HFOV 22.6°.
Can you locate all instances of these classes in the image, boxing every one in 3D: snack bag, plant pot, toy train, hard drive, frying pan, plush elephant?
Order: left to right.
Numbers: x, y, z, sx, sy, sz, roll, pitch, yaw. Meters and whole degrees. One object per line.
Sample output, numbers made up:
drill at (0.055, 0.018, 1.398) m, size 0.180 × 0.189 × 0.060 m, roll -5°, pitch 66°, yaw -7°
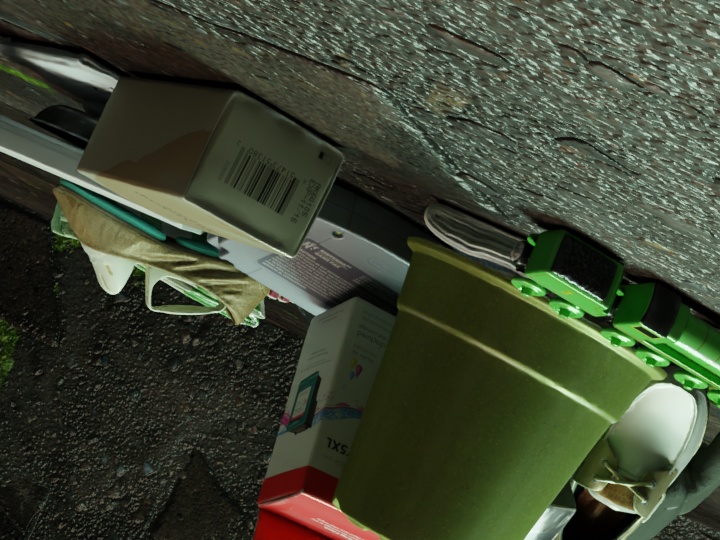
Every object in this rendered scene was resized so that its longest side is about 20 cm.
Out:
hard drive at (-0.218, -0.081, 1.409) m, size 0.200 × 0.027 × 0.132 m, roll 23°, pitch 180°, yaw 3°
frying pan at (-0.206, -0.104, 1.384) m, size 0.115 × 0.031 × 0.190 m, roll 24°, pitch 176°, yaw 3°
snack bag at (-0.175, -0.121, 1.381) m, size 0.200 × 0.021 × 0.189 m, roll 30°, pitch 174°, yaw -34°
plant pot at (0.076, 0.106, 1.229) m, size 0.200 × 0.190 × 0.200 m, roll 29°, pitch 178°, yaw 1°
plush elephant at (0.198, 0.142, 1.467) m, size 0.165 × 0.200 × 0.155 m, roll 2°, pitch -137°, yaw -47°
toy train at (0.177, 0.031, 1.085) m, size 0.200 × 0.042 × 0.056 m, roll 29°, pitch 163°, yaw -23°

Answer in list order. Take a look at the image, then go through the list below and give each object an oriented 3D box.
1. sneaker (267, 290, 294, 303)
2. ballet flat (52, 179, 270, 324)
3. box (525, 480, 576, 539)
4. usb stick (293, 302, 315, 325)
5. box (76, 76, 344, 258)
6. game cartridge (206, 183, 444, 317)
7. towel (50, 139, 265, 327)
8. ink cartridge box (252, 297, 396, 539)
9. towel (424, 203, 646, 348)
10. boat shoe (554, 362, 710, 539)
sneaker at (-0.051, -0.005, 1.590) m, size 0.200 × 0.081 × 0.075 m, roll 30°, pitch 175°, yaw -40°
ballet flat at (-0.168, -0.006, 1.469) m, size 0.200 × 0.072 × 0.068 m, roll 22°, pitch -174°, yaw -24°
box at (0.094, 0.150, 1.398) m, size 0.050 × 0.158 × 0.200 m, roll 14°, pitch -140°, yaw -20°
usb stick at (-0.050, 0.002, 1.460) m, size 0.200 × 0.033 × 0.055 m, roll 53°, pitch 163°, yaw 3°
box at (-0.105, -0.073, 1.203) m, size 0.095 × 0.078 × 0.200 m, roll 28°, pitch 174°, yaw -27°
game cartridge at (0.000, 0.000, 1.354) m, size 0.200 × 0.041 × 0.133 m, roll 32°, pitch 150°, yaw -30°
towel at (-0.172, -0.038, 1.561) m, size 0.200 × 0.023 × 0.153 m, roll 27°, pitch -149°, yaw -22°
ink cartridge box at (0.001, 0.137, 1.336) m, size 0.116 × 0.200 × 0.067 m, roll 28°, pitch 151°, yaw -24°
towel at (0.124, 0.012, 1.224) m, size 0.147 × 0.024 × 0.200 m, roll 25°, pitch 175°, yaw 17°
boat shoe at (0.196, 0.149, 1.315) m, size 0.075 × 0.200 × 0.068 m, roll 25°, pitch -141°, yaw 6°
